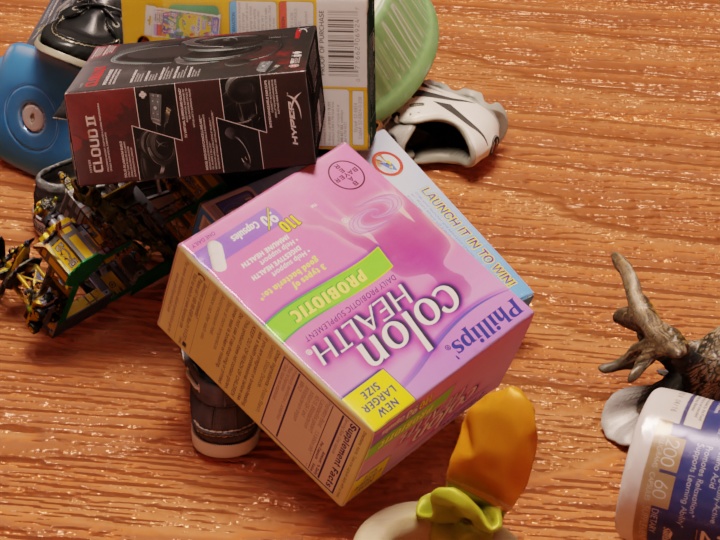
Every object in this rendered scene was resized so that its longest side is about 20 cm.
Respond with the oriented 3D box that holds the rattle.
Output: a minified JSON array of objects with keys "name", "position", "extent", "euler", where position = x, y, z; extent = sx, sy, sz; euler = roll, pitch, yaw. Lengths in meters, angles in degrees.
[{"name":"rattle","position":[0.032,0.179,1.263],"extent":[0.199,0.143,0.130],"euler":[-13,55,-33]}]

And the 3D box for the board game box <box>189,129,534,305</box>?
[{"name":"board game box","position":[0.000,0.000,1.541],"extent":[0.195,0.056,0.200],"euler":[-24,62,-35]}]

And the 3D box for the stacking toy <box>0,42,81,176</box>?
[{"name":"stacking toy","position":[-0.241,-0.162,1.796],"extent":[0.109,0.117,0.200],"euler":[23,27,23]}]

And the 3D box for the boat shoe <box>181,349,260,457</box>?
[{"name":"boat shoe","position":[-0.103,0.060,1.490],"extent":[0.072,0.063,0.200],"euler":[-2,33,-3]}]

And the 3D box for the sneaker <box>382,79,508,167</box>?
[{"name":"sneaker","position":[0.030,-0.143,1.798],"extent":[0.199,0.074,0.089],"euler":[13,33,15]}]

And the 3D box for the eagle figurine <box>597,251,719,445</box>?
[{"name":"eagle figurine","position":[0.291,0.073,1.479],"extent":[0.199,0.151,0.152],"euler":[19,69,-30]}]

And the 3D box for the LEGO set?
[{"name":"LEGO set","position":[-0.216,-0.046,1.558],"extent":[0.200,0.154,0.116],"euler":[-35,76,-29]}]

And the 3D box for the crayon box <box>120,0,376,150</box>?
[{"name":"crayon box","position":[-0.088,-0.166,1.571],"extent":[0.199,0.126,0.052],"euler":[2,20,6]}]

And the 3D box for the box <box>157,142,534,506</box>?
[{"name":"box","position":[-0.012,0.034,1.402],"extent":[0.200,0.097,0.176],"euler":[44,52,18]}]

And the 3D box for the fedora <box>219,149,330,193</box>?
[{"name":"fedora","position":[-0.082,-0.155,1.659],"extent":[0.200,0.202,0.092],"euler":[8,6,7]}]

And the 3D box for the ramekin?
[{"name":"ramekin","position":[-0.036,-0.225,1.782],"extent":[0.199,0.098,0.201],"euler":[-12,54,17]}]

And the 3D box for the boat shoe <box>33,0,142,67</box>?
[{"name":"boat shoe","position":[-0.231,-0.220,1.730],"extent":[0.074,0.066,0.199],"euler":[26,14,9]}]

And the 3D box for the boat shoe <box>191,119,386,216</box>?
[{"name":"boat shoe","position":[-0.062,-0.089,1.715],"extent":[0.199,0.068,0.072],"euler":[-16,38,-26]}]

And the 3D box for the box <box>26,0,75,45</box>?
[{"name":"box","position":[-0.245,-0.280,1.924],"extent":[0.157,0.051,0.200],"euler":[-32,23,24]}]

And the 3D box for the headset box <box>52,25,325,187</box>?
[{"name":"headset box","position":[-0.131,-0.126,1.476],"extent":[0.199,0.078,0.149],"euler":[-4,20,4]}]

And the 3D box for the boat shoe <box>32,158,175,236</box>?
[{"name":"boat shoe","position":[-0.203,-0.092,1.706],"extent":[0.199,0.068,0.074],"euler":[-21,41,-33]}]

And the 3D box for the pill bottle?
[{"name":"pill bottle","position":[0.284,0.157,1.334],"extent":[0.199,0.111,0.111],"euler":[14,35,17]}]
